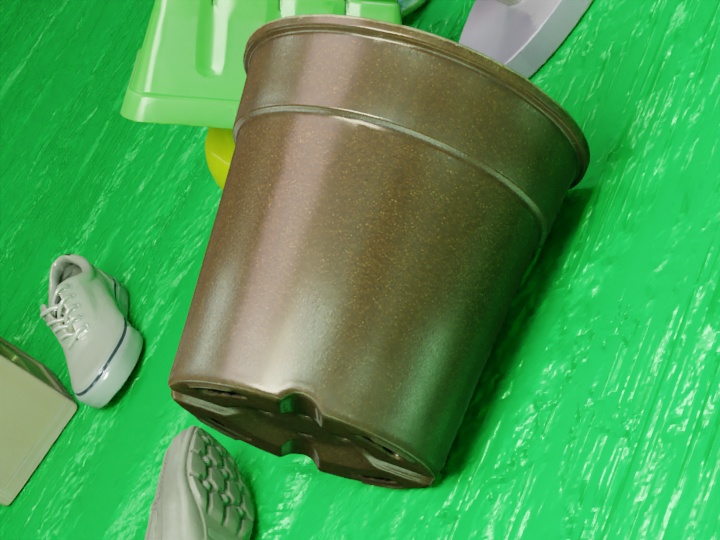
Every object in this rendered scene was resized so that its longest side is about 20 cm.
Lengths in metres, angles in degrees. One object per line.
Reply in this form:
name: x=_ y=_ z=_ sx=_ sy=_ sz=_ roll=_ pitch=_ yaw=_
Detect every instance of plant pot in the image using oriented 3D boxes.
plant pot: x=0.000 y=0.000 z=0.930 sx=0.200 sy=0.200 sz=0.199 roll=-9 pitch=58 yaw=58

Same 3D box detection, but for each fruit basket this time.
fruit basket: x=-0.063 y=-0.110 z=1.216 sx=0.216 sy=0.216 sz=0.156 roll=-47 pitch=17 yaw=15

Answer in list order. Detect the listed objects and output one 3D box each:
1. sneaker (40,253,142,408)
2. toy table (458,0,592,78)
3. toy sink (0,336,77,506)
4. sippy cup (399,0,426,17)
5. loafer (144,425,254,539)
sneaker: x=-0.229 y=0.048 z=1.421 sx=0.073 sy=0.071 sz=0.200 roll=-51 pitch=23 yaw=8
toy table: x=0.092 y=-0.226 z=1.137 sx=0.184 sy=0.117 sz=0.200 roll=-17 pitch=42 yaw=54
toy sink: x=-0.352 y=0.084 z=1.441 sx=0.112 sy=0.200 sz=0.130 roll=-55 pitch=23 yaw=-3
sippy cup: x=0.001 y=-0.270 z=1.366 sx=0.178 sy=0.140 sz=0.130 roll=-11 pitch=19 yaw=2
loafer: x=-0.104 y=0.170 z=1.021 sx=0.070 sy=0.070 sz=0.200 roll=-35 pitch=29 yaw=19
